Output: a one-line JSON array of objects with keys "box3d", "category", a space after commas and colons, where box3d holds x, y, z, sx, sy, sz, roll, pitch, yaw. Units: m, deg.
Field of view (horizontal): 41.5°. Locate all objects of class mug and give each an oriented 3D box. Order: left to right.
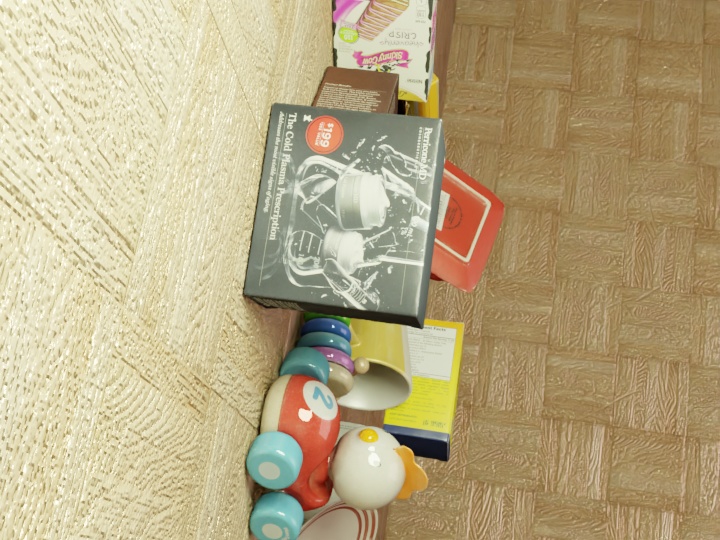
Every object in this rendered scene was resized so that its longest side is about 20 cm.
[{"box3d": [0.016, 0.102, 1.454, 0.188, 0.146, 0.156, 114, -14, -52], "category": "mug"}]

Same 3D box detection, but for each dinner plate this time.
[{"box3d": [-0.054, 0.386, 1.283, 0.198, 0.024, 0.204, -27, 133, -32], "category": "dinner plate"}]

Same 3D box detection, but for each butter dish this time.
[{"box3d": [0.111, -0.070, 1.573, 0.148, 0.197, 0.203, -36, -156, 57], "category": "butter dish"}]

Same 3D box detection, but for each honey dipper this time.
[{"box3d": [-0.027, 0.153, 1.326, 0.200, 0.037, 0.039, 129, -26, -63], "category": "honey dipper"}]

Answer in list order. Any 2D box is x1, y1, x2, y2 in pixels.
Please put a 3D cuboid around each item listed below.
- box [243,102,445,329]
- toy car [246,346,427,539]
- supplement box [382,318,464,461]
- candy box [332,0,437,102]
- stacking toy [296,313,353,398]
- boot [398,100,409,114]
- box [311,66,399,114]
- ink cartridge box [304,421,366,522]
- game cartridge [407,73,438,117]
[{"box3d": [-0.011, -0.055, 0.985, 0.104, 0.178, 0.205, 56, 41, -78], "category": "box"}, {"box3d": [-0.015, 0.213, 1.114, 0.186, 0.195, 0.180, -73, 167, -56], "category": "toy car"}, {"box3d": [0.105, 0.191, 1.544, 0.110, 0.106, 0.204, 80, 19, -63], "category": "supplement box"}, {"box3d": [0.032, -0.330, 1.255, 0.062, 0.133, 0.203, -73, 166, -46], "category": "candy box"}, {"box3d": [-0.043, 0.063, 1.264, 0.086, 0.083, 0.204, 84, 10, -59], "category": "stacking toy"}, {"box3d": [0.042, -0.204, 1.560, 0.144, 0.069, 0.206, 157, -70, -77], "category": "boot"}, {"box3d": [-0.014, -0.171, 1.177, 0.202, 0.098, 0.076, -74, 168, -47], "category": "box"}, {"box3d": [-0.046, 0.351, 1.433, 0.202, 0.082, 0.149, -74, 167, -52], "category": "ink cartridge box"}, {"box3d": [0.070, -0.300, 1.575, 0.177, 0.032, 0.201, 54, -15, 27], "category": "game cartridge"}]
